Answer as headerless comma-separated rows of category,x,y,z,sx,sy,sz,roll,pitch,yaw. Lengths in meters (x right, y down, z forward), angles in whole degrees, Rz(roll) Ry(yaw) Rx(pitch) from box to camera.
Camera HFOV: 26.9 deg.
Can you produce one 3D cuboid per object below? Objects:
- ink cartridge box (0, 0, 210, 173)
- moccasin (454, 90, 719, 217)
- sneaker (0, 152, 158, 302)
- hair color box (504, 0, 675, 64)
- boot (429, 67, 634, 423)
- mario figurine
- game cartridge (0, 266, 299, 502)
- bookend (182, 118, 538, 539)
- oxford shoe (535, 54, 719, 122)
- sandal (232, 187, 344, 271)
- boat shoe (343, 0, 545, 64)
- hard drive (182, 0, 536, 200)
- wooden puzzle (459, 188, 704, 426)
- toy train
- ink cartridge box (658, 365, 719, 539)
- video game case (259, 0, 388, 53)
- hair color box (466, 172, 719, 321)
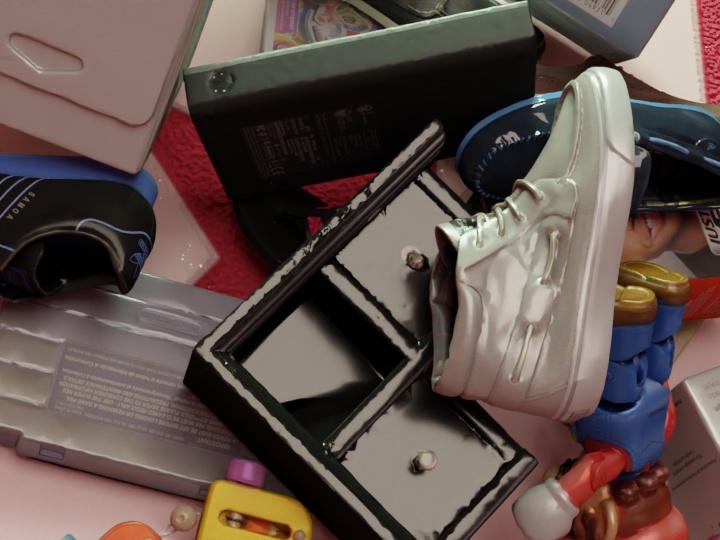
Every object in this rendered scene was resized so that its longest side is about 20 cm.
ink cartridge box,-0.163,-0.175,0.909,0.145,0.145,0.200,20,24,-8
moccasin,0.156,-0.066,0.914,0.199,0.081,0.068,-7,49,-23
sneaker,-0.218,-0.022,0.874,0.199,0.070,0.078,-2,50,6
hair color box,0.157,-0.194,1.045,0.099,0.200,0.061,32,97,0
boot,0.089,-0.023,0.818,0.095,0.074,0.201,10,75,-9
mario figurine,0.140,0.097,0.912,0.123,0.106,0.201,-3,108,-16
game cartridge,-0.125,0.067,0.909,0.199,0.038,0.130,16,63,-10
bookend,0.037,0.059,0.872,0.200,0.092,0.199,45,72,4
oxford shoe,0.181,-0.112,1.017,0.199,0.071,0.073,1,73,-20
sandal,0.000,0.000,0.959,0.200,0.045,0.075,44,43,18
boat shoe,0.044,-0.203,1.056,0.200,0.068,0.072,32,41,6
hard drive,0.006,-0.097,0.903,0.199,0.140,0.033,-11,70,2
wooden puzzle,0.154,-0.010,1.031,0.185,0.046,0.200,40,59,5
toy train,-0.074,0.196,0.849,0.200,0.056,0.150,41,73,1
ink cartridge box,0.291,0.152,0.967,0.144,0.084,0.200,-17,70,-25
video game case,0.029,-0.154,1.061,0.199,0.018,0.143,13,43,-11
hair color box,0.178,-0.020,0.984,0.199,0.061,0.102,-5,61,-23
